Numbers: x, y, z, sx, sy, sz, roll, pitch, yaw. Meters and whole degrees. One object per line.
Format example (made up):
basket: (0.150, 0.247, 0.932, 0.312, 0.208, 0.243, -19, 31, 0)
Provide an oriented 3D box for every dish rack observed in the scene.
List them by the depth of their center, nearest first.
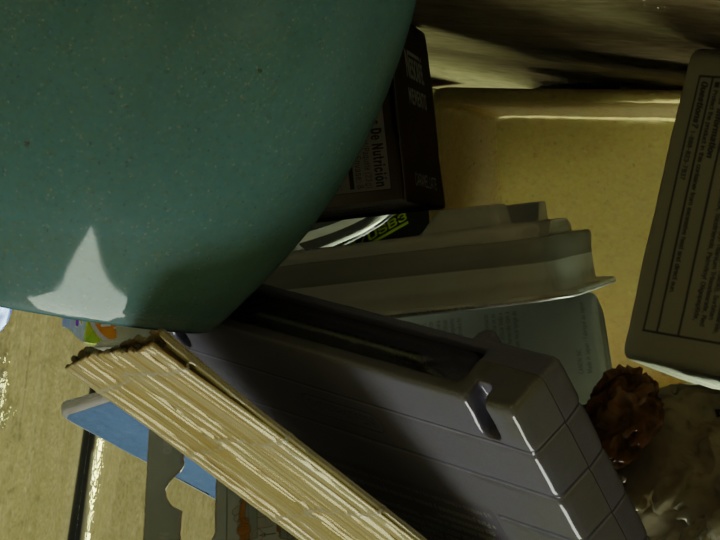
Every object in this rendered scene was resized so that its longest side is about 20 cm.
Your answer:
dish rack: (0.000, 0.000, 0.908, 0.199, 0.044, 0.172, -6, 180, 15)

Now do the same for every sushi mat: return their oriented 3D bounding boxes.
sushi mat: (-0.013, 0.084, 0.757, 0.200, 0.012, 0.096, 39, 161, -18)

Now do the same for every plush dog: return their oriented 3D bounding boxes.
plush dog: (0.155, 0.108, 0.793, 0.200, 0.161, 0.172, 25, -165, -42)

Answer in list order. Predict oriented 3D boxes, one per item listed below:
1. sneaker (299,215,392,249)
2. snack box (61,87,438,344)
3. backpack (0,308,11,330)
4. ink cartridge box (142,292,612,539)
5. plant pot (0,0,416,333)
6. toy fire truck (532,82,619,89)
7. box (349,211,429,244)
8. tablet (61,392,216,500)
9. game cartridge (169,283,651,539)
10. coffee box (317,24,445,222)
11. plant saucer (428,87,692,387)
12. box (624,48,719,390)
sneaker: (-0.073, -0.054, 1.083, 0.199, 0.116, 0.076, 8, -146, 23)
snack box: (-0.053, -0.032, 1.198, 0.199, 0.170, 0.068, 8, -176, -19)
backpack: (-0.265, -0.050, 1.229, 0.162, 0.201, 0.167, 9, 180, -43)
ink cartridge box: (0.012, 0.094, 0.898, 0.199, 0.163, 0.050, -9, 137, 8)
plant pot: (-0.087, -0.052, 0.742, 0.199, 0.136, 0.200, 9, 180, 0)
toy fire truck: (0.190, -0.029, 1.094, 0.199, 0.130, 0.176, -3, 178, 8)
box: (0.020, 0.059, 1.170, 0.200, 0.193, 0.048, 48, -163, -39)
tablet: (-0.044, 0.074, 1.089, 0.199, 0.014, 0.130, -19, 140, 40)
game cartridge: (0.017, 0.065, 0.769, 0.199, 0.038, 0.130, 14, 146, 47)
coffee box: (-0.072, -0.055, 0.906, 0.199, 0.080, 0.114, -6, 180, 9)
plant saucer: (0.135, 0.000, 0.990, 0.199, 0.201, 0.049, 2, -151, 11)
box: (0.218, -0.004, 0.808, 0.199, 0.129, 0.109, 10, 174, 43)
